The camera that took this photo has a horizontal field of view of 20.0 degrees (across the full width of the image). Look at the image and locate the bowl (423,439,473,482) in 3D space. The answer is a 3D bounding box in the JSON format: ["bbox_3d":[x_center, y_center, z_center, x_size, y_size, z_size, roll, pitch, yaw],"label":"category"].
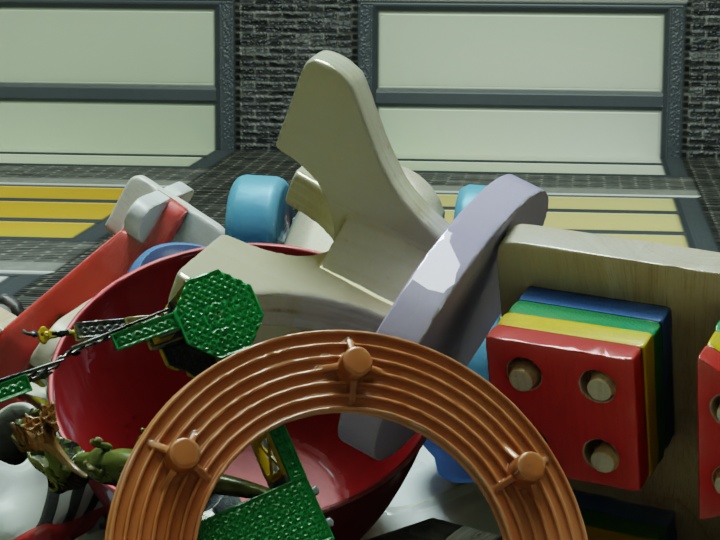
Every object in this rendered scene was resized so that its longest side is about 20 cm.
[{"bbox_3d":[0.131,0.076,1.136,0.200,0.039,0.201,-14,2,1],"label":"bowl"}]

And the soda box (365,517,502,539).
[{"bbox_3d":[0.084,0.162,0.884,0.200,0.063,0.071,10,14,42],"label":"soda box"}]

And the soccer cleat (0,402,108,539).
[{"bbox_3d":[-0.161,0.106,1.105,0.069,0.085,0.200,-22,3,24],"label":"soccer cleat"}]

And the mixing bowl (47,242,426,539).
[{"bbox_3d":[-0.059,0.090,1.062,0.200,0.109,0.200,1,42,-1],"label":"mixing bowl"}]

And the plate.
[{"bbox_3d":[0.002,0.126,1.187,0.199,0.032,0.200,8,13,34],"label":"plate"}]

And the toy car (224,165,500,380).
[{"bbox_3d":[0.011,0.046,1.361,0.184,0.177,0.200,2,-30,10],"label":"toy car"}]

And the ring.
[{"bbox_3d":[-0.001,0.116,0.801,0.200,0.201,0.019,-3,-21,-18],"label":"ring"}]

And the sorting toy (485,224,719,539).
[{"bbox_3d":[0.152,0.094,0.915,0.198,0.200,0.070,9,33,25],"label":"sorting toy"}]

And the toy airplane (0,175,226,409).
[{"bbox_3d":[-0.160,0.034,1.359,0.200,0.141,0.199,-36,-1,-30],"label":"toy airplane"}]

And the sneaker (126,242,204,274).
[{"bbox_3d":[-0.063,0.029,1.217,0.200,0.074,0.082,29,-22,28],"label":"sneaker"}]

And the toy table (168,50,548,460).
[{"bbox_3d":[0.000,0.000,0.970,0.117,0.184,0.200,28,18,11],"label":"toy table"}]

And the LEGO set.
[{"bbox_3d":[-0.113,0.095,0.853,0.200,0.154,0.116,-30,-5,-25],"label":"LEGO set"}]
